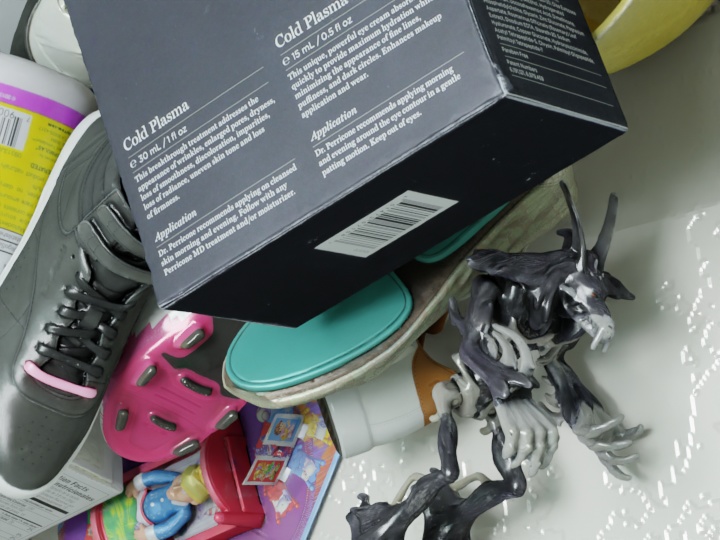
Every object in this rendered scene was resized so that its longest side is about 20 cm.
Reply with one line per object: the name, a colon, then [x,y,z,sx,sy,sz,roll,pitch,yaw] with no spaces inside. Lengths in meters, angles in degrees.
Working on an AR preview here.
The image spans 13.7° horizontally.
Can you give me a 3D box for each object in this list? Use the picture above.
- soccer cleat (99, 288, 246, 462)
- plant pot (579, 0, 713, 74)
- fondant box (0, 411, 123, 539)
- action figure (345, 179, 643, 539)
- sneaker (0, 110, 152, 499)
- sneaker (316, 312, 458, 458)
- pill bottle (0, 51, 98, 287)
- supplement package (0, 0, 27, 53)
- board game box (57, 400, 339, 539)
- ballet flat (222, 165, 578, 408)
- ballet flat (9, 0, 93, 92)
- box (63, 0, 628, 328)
soccer cleat: [-0.068,0.002,1.464,0.200,0.070,0.086,-57,30,21]
plant pot: [0.100,-0.170,1.395,0.200,0.142,0.200,-6,79,36]
fondant box: [-0.220,0.085,1.623,0.200,0.058,0.144,-27,51,30]
action figure: [0.078,0.062,1.396,0.102,0.119,0.200,45,115,35]
sneaker: [-0.126,0.010,1.408,0.099,0.071,0.200,-10,59,64]
sneaker: [0.000,0.000,1.505,0.085,0.073,0.200,-18,59,-4]
pill bottle: [-0.203,-0.006,1.484,0.104,0.104,0.200,9,81,37]
supplement package: [-0.260,-0.213,1.634,0.191,0.147,0.200,-55,41,18]
board game box: [-0.098,0.114,1.562,0.158,0.039,0.200,28,100,36]
ballet flat: [0.026,0.009,1.419,0.200,0.062,0.067,-38,52,-3]
ballet flat: [-0.125,-0.151,1.521,0.068,0.068,0.200,36,107,1]
box: [-0.013,-0.101,1.314,0.200,0.104,0.182,-30,68,29]
